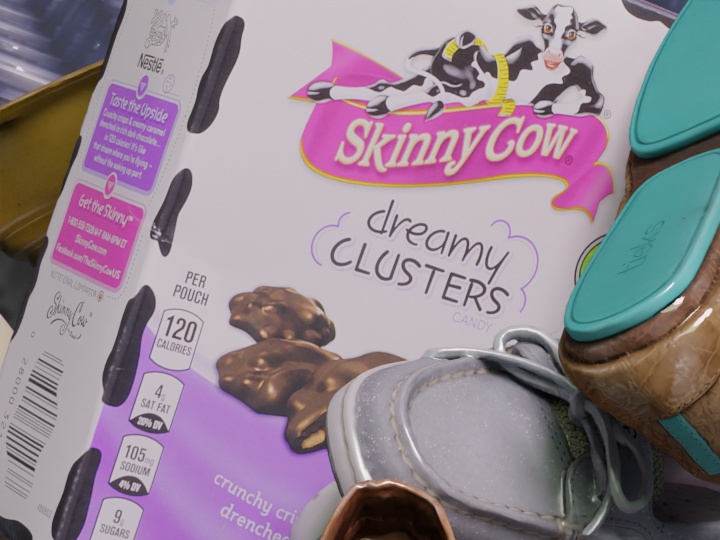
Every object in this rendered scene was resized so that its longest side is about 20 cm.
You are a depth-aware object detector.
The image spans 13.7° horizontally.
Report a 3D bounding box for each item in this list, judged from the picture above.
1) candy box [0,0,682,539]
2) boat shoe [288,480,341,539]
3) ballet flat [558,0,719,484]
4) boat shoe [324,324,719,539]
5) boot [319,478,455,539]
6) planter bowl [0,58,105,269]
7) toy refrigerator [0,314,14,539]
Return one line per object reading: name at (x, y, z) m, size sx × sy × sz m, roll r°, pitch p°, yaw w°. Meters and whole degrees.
candy box at (0.000, 0.000, 0.853) m, size 0.167 × 0.201 × 0.071 m, roll 17°, pitch 2°, yaw -30°
boat shoe at (0.072, 0.116, 0.817) m, size 0.200 × 0.070 × 0.072 m, roll 27°, pitch 21°, yaw -21°
ballet flat at (0.105, -0.015, 0.791) m, size 0.068 × 0.072 × 0.200 m, roll -22°, pitch 26°, yaw 30°
boat shoe at (0.082, 0.047, 0.793) m, size 0.201 × 0.065 × 0.075 m, roll 9°, pitch 51°, yaw -32°
boot at (0.002, 0.163, 0.701) m, size 0.073 × 0.155 × 0.201 m, roll -2°, pitch 45°, yaw -9°
planter bowl at (-0.039, -0.026, 0.958) m, size 0.200 × 0.200 × 0.084 m, roll -20°, pitch 87°, yaw -26°
toy refrigerator at (-0.168, 0.023, 0.934) m, size 0.076 × 0.070 × 0.200 m, roll -18°, pitch 52°, yaw -33°
